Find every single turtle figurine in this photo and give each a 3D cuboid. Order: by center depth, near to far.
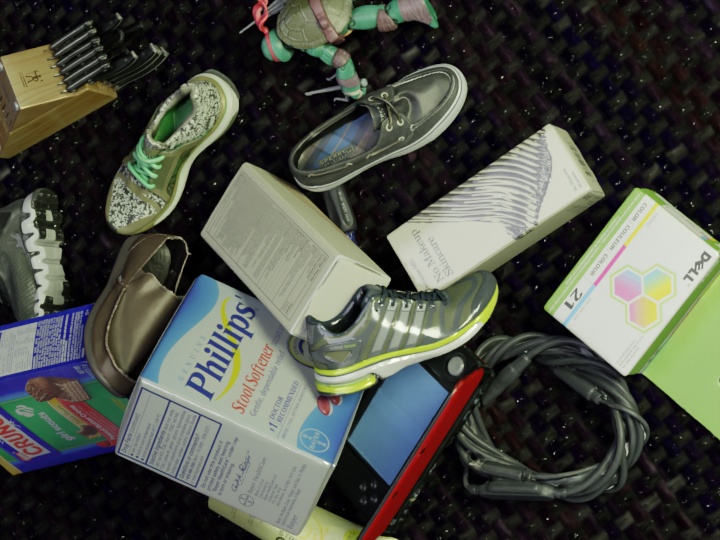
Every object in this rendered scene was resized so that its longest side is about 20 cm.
[{"bbox_3d":[-0.028,-0.247,1.736,0.199,0.101,0.151,-24,80,13],"label":"turtle figurine"}]

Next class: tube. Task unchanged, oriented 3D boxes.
[{"bbox_3d":[-0.060,0.264,1.760,0.199,0.052,0.058,27,129,15],"label":"tube"}]

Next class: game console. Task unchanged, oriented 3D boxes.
[{"bbox_3d":[0.028,0.153,1.660,0.172,0.118,0.201,43,106,41],"label":"game console"}]

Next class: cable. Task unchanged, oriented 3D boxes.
[{"bbox_3d":[0.184,0.142,1.673,0.198,0.051,0.165,-3,83,25],"label":"cable"}]

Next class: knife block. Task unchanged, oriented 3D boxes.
[{"bbox_3d":[-0.307,-0.203,1.865,0.064,0.174,0.200,67,153,10],"label":"knife block"}]

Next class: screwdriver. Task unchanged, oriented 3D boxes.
[{"bbox_3d":[0.000,0.000,1.750,0.028,0.029,0.202,-26,79,33],"label":"screwdriver"}]

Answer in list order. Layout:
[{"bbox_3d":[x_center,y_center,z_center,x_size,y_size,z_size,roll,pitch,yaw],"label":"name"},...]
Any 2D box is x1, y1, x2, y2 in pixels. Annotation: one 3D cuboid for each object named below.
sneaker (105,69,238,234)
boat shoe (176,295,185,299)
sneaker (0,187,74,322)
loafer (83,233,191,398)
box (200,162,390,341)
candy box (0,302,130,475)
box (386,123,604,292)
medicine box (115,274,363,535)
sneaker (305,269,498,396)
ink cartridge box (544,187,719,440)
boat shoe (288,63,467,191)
[{"bbox_3d":[-0.213,-0.126,1.796,0.077,0.088,0.201,39,102,17],"label":"sneaker"},{"bbox_3d":[-0.185,0.059,1.803,0.198,0.071,0.064,-1,88,29],"label":"boat shoe"},{"bbox_3d":[-0.364,0.017,1.873,0.090,0.066,0.202,-10,81,23],"label":"sneaker"},{"bbox_3d":[-0.219,0.034,1.717,0.071,0.073,0.201,-22,43,33],"label":"loafer"},{"bbox_3d":[-0.067,-0.014,1.706,0.095,0.077,0.200,-56,44,11],"label":"box"},{"bbox_3d":[-0.321,0.126,1.795,0.198,0.169,0.078,-13,52,21],"label":"candy box"},{"bbox_3d":[0.131,-0.054,1.682,0.199,0.068,0.083,-36,77,16],"label":"box"},{"bbox_3d":[-0.109,0.127,1.670,0.199,0.183,0.103,25,126,-1],"label":"medicine box"},{"bbox_3d":[0.038,0.044,1.622,0.199,0.074,0.082,-27,111,-10],"label":"sneaker"},{"bbox_3d":[0.297,0.041,1.612,0.200,0.076,0.148,41,102,18],"label":"ink cartridge box"},{"bbox_3d":[0.013,-0.147,1.720,0.199,0.066,0.070,-27,76,9],"label":"boat shoe"}]
